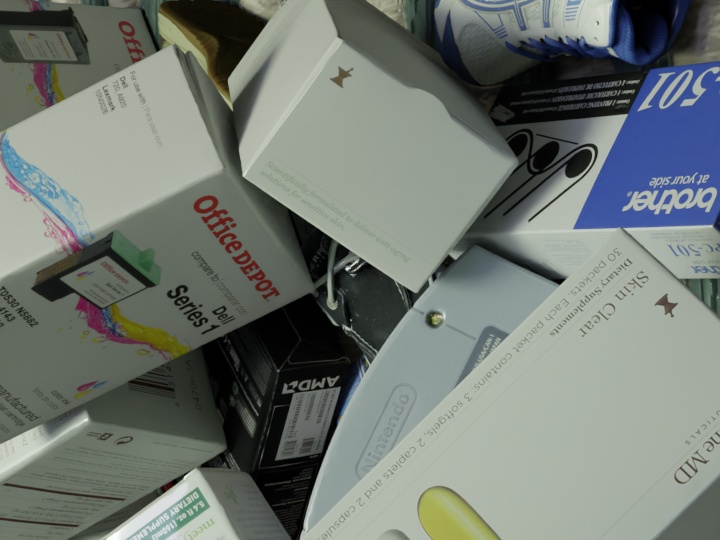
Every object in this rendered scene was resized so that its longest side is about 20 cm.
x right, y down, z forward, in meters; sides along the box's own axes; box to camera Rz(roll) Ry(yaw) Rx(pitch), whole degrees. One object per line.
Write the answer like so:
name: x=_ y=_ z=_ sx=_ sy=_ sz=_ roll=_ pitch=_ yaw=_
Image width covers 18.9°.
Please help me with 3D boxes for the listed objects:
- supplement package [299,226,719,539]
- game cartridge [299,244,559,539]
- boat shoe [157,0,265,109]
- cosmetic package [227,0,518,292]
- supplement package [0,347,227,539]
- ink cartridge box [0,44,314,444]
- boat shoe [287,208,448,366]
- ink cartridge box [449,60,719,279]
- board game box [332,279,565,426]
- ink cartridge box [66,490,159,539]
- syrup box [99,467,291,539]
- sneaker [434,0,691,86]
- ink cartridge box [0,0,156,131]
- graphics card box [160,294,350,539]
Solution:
supplement package: x=0.093 y=0.111 z=0.918 sx=0.200 sy=0.156 sz=0.111 roll=-45 pitch=61 yaw=-1
game cartridge: x=0.052 y=0.097 z=1.031 sx=0.133 sy=0.042 sz=0.200 roll=26 pitch=87 yaw=10
boat shoe: x=-0.069 y=-0.104 z=1.293 sx=0.200 sy=0.073 sz=0.065 roll=-128 pitch=37 yaw=-55
cosmetic package: x=0.001 y=-0.077 z=1.079 sx=0.085 sy=0.108 sz=0.200 roll=-52 pitch=14 yaw=12
supplement package: x=-0.196 y=0.086 z=1.266 sx=0.200 sy=0.117 sz=0.117 roll=-30 pitch=63 yaw=30
ink cartridge box: x=-0.142 y=-0.008 z=1.101 sx=0.200 sy=0.145 sz=0.084 roll=-26 pitch=59 yaw=5
boat shoe: x=0.000 y=0.000 z=1.154 sx=0.072 sy=0.068 sz=0.200 roll=-60 pitch=29 yaw=24
ink cartridge box: x=0.124 y=-0.045 z=1.013 sx=0.200 sy=0.044 sz=0.094 roll=0 pitch=57 yaw=54
board game box: x=0.061 y=0.083 z=1.149 sx=0.200 sy=0.034 sz=0.135 roll=-39 pitch=61 yaw=49
ink cartridge box: x=-0.133 y=0.242 z=1.327 sx=0.200 sy=0.083 sz=0.147 roll=-129 pitch=30 yaw=-53
syrup box: x=-0.053 y=0.211 z=1.171 sx=0.079 sy=0.081 sz=0.200 roll=-37 pitch=74 yaw=11
sneaker: x=0.106 y=-0.129 z=1.038 sx=0.200 sy=0.075 sz=0.088 roll=-39 pitch=58 yaw=49
ink cartridge box: x=-0.221 y=-0.096 z=1.387 sx=0.086 sy=0.200 sz=0.148 roll=-48 pitch=55 yaw=43
graphics card box: x=-0.069 y=0.088 z=1.285 sx=0.125 sy=0.051 sz=0.200 roll=-121 pitch=34 yaw=-43
